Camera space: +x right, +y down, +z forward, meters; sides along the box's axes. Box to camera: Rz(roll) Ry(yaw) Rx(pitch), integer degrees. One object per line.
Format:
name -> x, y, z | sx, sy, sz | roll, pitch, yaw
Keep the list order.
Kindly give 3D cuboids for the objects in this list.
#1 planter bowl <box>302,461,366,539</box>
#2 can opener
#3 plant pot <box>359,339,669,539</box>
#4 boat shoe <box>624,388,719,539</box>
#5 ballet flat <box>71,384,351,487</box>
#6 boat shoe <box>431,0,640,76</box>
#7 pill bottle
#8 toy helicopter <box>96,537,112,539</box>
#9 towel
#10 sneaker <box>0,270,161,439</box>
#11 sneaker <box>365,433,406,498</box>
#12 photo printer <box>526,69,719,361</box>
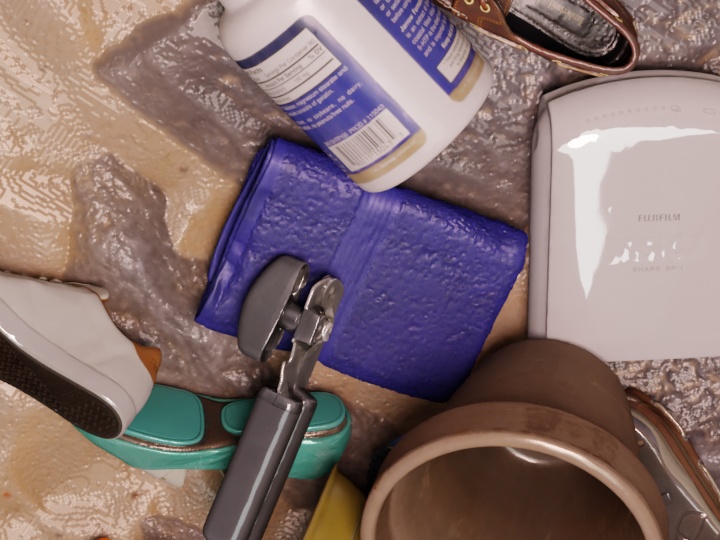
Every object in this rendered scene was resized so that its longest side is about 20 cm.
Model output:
planter bowl -> -0.017, 0.238, 1.689 | 0.083, 0.200, 0.201 | 21, 107, 2
can opener -> -0.067, 0.089, 1.673 | 0.067, 0.053, 0.200 | 25, 97, 18
plant pot -> 0.112, 0.137, 1.646 | 0.200, 0.175, 0.200 | 7, 126, 10
boat shoe -> 0.231, 0.169, 1.772 | 0.076, 0.072, 0.200 | -20, 107, 31
ballet flat -> -0.106, 0.122, 1.727 | 0.200, 0.067, 0.070 | 2, 126, -5
boat shoe -> 0.098, -0.189, 1.634 | 0.200, 0.070, 0.070 | 23, 106, -13
pill bottle -> -0.021, -0.159, 1.602 | 0.120, 0.120, 0.200 | -42, 106, 9
toy helicopter -> -0.164, 0.280, 1.760 | 0.079, 0.132, 0.200 | -5, 133, -43
towel -> 0.000, 0.000, 1.706 | 0.200, 0.050, 0.148 | 20, 113, -14
sneaker -> -0.226, 0.030, 1.687 | 0.200, 0.085, 0.073 | 35, 142, -2
sneaker -> 0.038, 0.198, 1.771 | 0.078, 0.066, 0.200 | -18, 133, -41
photo printer -> 0.198, -0.039, 1.700 | 0.166, 0.069, 0.200 | -2, 110, -6
